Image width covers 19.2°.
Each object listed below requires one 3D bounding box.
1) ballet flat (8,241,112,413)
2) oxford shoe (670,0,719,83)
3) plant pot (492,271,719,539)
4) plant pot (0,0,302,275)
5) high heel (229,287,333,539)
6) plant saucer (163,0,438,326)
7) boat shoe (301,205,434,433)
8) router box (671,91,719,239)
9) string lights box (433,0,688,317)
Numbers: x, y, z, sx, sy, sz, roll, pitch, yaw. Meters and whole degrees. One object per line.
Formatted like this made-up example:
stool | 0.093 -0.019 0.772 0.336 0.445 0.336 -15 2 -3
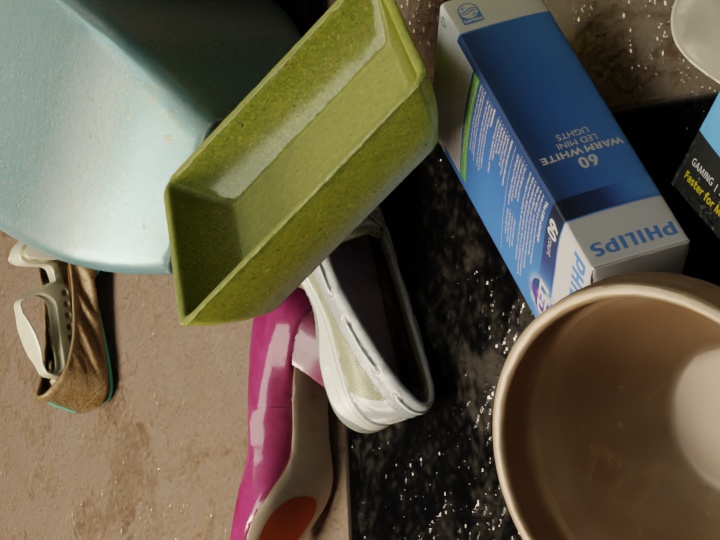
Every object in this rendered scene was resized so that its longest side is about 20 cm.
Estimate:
ballet flat | -0.243 0.015 1.700 0.068 0.072 0.201 -11 82 54
oxford shoe | 0.209 -0.107 0.997 0.200 0.058 0.075 33 116 52
plant pot | 0.173 0.089 1.083 0.201 0.093 0.201 16 116 34
plant pot | -0.136 -0.100 1.461 0.200 0.196 0.196 35 120 34
high heel | -0.062 0.111 1.454 0.096 0.067 0.200 33 102 38
plant saucer | -0.029 -0.066 1.256 0.200 0.048 0.200 -45 24 14
boat shoe | -0.001 0.001 1.369 0.065 0.074 0.202 -22 77 46
router box | 0.249 -0.041 1.030 0.200 0.051 0.149 54 132 40
string lights box | 0.104 -0.051 1.180 0.103 0.059 0.200 94 155 -52
